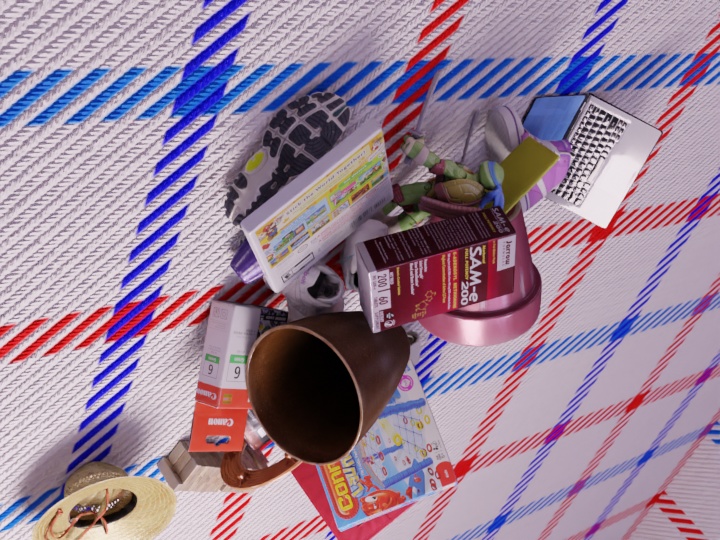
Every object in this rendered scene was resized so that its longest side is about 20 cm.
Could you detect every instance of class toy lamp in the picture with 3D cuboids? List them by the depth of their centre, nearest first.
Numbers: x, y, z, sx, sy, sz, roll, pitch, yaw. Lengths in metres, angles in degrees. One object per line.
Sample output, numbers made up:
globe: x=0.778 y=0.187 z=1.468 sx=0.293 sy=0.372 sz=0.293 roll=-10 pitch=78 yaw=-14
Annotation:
toy lamp: x=-0.082 y=-0.063 z=1.402 sx=0.200 sy=0.058 sz=0.058 roll=-43 pitch=149 yaw=-3

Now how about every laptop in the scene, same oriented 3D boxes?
laptop: x=0.323 y=-0.159 z=1.686 sx=0.189 sy=0.198 sz=0.116 roll=-65 pitch=175 yaw=34

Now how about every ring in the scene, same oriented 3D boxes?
ring: x=-0.125 y=0.241 z=1.624 sx=0.199 sy=0.200 sz=0.019 roll=-38 pitch=114 yaw=-6

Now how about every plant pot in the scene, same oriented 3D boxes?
plant pot: x=-0.021 y=0.130 z=1.483 sx=0.199 sy=0.186 sz=0.189 roll=-28 pitch=151 yaw=-52
plant pot: x=0.170 y=-0.021 z=1.626 sx=0.198 sy=0.199 sz=0.181 roll=-23 pitch=129 yaw=-27

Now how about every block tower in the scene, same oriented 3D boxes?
block tower: x=-0.218 y=0.302 z=1.699 sx=0.058 sy=0.054 sz=0.199 roll=-51 pitch=148 yaw=15

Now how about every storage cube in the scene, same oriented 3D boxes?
storage cube: x=-0.006 y=0.331 z=1.800 sx=0.170 sy=0.181 sz=0.200 roll=-36 pitch=173 yaw=-7

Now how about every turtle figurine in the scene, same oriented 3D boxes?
turtle figurine: x=0.090 y=-0.135 z=1.487 sx=0.192 sy=0.202 sz=0.144 roll=-27 pitch=180 yaw=18

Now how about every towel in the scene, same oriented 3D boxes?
towel: x=0.180 y=-0.093 z=1.493 sx=0.200 sy=0.086 sz=0.018 roll=-46 pitch=124 yaw=3

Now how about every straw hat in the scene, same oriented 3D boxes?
straw hat: x=-0.359 y=0.311 z=1.521 sx=0.198 sy=0.086 sz=0.203 roll=-17 pitch=138 yaw=-15

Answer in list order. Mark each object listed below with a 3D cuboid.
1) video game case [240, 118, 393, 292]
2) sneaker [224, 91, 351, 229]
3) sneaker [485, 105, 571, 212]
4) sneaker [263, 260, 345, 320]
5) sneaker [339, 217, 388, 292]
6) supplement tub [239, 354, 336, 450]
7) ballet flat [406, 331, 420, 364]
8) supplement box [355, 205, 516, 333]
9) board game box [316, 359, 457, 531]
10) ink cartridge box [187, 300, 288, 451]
video game case: x=-0.046 y=-0.074 z=1.337 sx=0.199 sy=0.023 sz=0.182 roll=-39 pitch=158 yaw=-10
sneaker: x=-0.086 y=-0.131 z=1.317 sx=0.200 sy=0.078 sz=0.079 roll=-46 pitch=168 yaw=15
sneaker: x=0.246 y=-0.180 z=1.595 sx=0.113 sy=0.073 sz=0.201 roll=-31 pitch=143 yaw=-7
sneaker: x=-0.058 y=0.036 z=1.499 sx=0.076 sy=0.098 sz=0.200 roll=-64 pitch=152 yaw=-11
sneaker: x=0.000 y=0.000 z=1.510 sx=0.201 sy=0.069 sz=0.082 roll=86 pitch=13 yaw=-69
supplement tub: x=-0.106 y=0.158 z=1.598 sx=0.199 sy=0.107 sz=0.107 roll=-38 pitch=149 yaw=-8
ballet flat: x=0.030 y=0.124 z=1.761 sx=0.199 sy=0.070 sz=0.070 roll=-2 pitch=132 yaw=-52
supplement box: x=0.097 y=-0.002 z=1.409 sx=0.197 sy=0.061 sz=0.110 roll=-16 pitch=134 yaw=-11
board game box: x=0.023 y=0.266 z=1.690 sx=0.193 sy=0.203 sz=0.056 roll=-21 pitch=165 yaw=-3
ink cartridge box: x=-0.163 y=0.146 z=1.480 sx=0.108 sy=0.050 sz=0.204 roll=10 pitch=90 yaw=-51
